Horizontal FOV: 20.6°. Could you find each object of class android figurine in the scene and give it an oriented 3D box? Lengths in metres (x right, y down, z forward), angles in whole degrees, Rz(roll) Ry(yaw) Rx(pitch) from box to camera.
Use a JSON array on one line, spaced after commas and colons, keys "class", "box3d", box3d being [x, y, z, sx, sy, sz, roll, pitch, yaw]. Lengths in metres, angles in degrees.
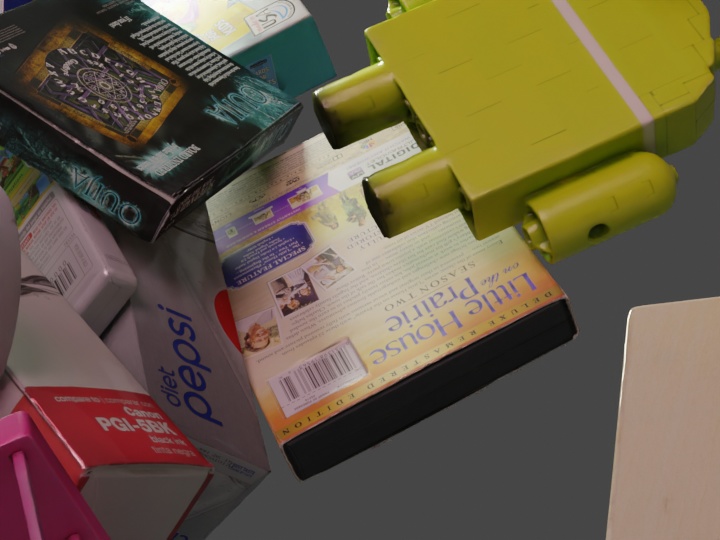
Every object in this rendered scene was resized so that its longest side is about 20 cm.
[{"class": "android figurine", "box3d": [0.083, -0.087, 0.927, 0.199, 0.041, 0.183, -24, 53, -10]}]

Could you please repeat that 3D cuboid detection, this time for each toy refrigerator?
[{"class": "toy refrigerator", "box3d": [0.133, 0.106, 0.726, 0.069, 0.076, 0.201, -8, 41, 20]}]

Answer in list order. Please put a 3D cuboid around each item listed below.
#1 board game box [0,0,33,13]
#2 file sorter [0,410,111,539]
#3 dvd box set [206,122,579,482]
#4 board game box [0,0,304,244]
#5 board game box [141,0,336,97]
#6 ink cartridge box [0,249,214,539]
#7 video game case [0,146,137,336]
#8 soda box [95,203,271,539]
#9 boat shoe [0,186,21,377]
[{"class": "board game box", "box3d": [-0.218, -0.089, 1.061, 0.134, 0.045, 0.201, -25, 56, 35]}, {"class": "file sorter", "box3d": [-0.129, 0.179, 0.683, 0.138, 0.201, 0.126, -24, 42, 1]}, {"class": "dvd box set", "box3d": [0.000, 0.000, 0.947, 0.146, 0.030, 0.200, -28, 38, -4]}, {"class": "board game box", "box3d": [-0.116, -0.084, 0.967, 0.135, 0.028, 0.200, 33, 23, 4]}, {"class": "board game box", "box3d": [-0.132, -0.118, 1.135, 0.199, 0.047, 0.151, -28, 39, -4]}, {"class": "ink cartridge box", "box3d": [-0.176, 0.071, 0.823, 0.200, 0.083, 0.147, 45, 111, 30]}, {"class": "video game case", "box3d": [-0.199, 0.024, 0.941, 0.200, 0.023, 0.182, -51, 44, 16]}, {"class": "soda box", "box3d": [-0.101, 0.031, 0.912, 0.063, 0.068, 0.201, -46, 36, 24]}, {"class": "boat shoe", "box3d": [-0.195, 0.051, 0.746, 0.074, 0.068, 0.200, 41, 108, 30]}]
